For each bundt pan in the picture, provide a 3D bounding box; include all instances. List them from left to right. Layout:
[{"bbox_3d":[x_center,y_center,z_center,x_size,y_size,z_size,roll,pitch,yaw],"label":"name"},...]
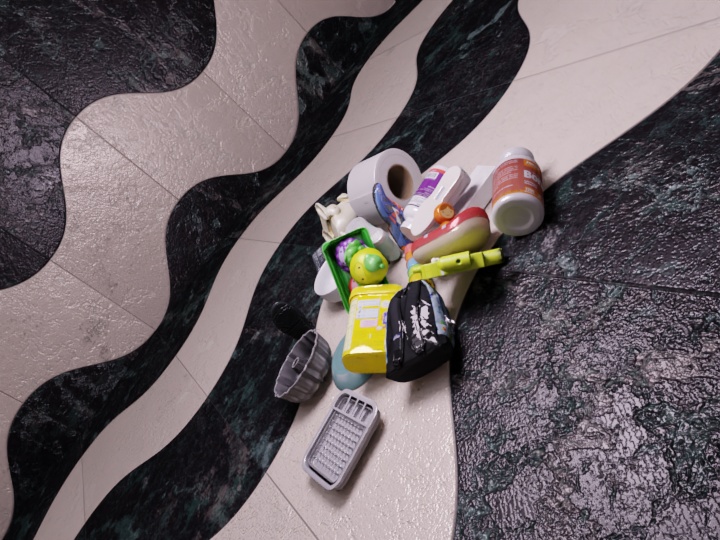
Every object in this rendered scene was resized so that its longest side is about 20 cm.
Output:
[{"bbox_3d":[-0.144,0.263,1.432,0.203,0.075,0.203,-50,17,21],"label":"bundt pan"}]

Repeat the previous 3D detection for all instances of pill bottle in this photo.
[{"bbox_3d":[0.190,-0.175,1.451,0.202,0.112,0.112,-56,27,-12],"label":"pill bottle"},{"bbox_3d":[0.350,-0.184,1.204,0.111,0.112,0.202,-28,34,37],"label":"pill bottle"}]

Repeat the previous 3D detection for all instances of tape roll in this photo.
[{"bbox_3d":[0.076,-0.250,1.633,0.138,0.202,0.205,-11,45,51],"label":"tape roll"}]

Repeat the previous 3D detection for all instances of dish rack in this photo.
[{"bbox_3d":[-0.037,0.370,1.178,0.171,0.043,0.202,4,58,59],"label":"dish rack"}]

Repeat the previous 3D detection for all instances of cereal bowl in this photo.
[{"bbox_3d":[-0.044,0.014,1.613,0.199,0.083,0.202,-38,28,24],"label":"cereal bowl"}]

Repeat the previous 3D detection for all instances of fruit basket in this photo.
[{"bbox_3d":[0.000,0.000,1.387,0.153,0.218,0.217,-22,31,7],"label":"fruit basket"}]

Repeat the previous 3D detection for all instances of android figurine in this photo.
[{"bbox_3d":[0.210,-0.015,1.170,0.196,0.042,0.182,-11,-1,20],"label":"android figurine"}]

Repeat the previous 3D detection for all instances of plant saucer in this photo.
[{"bbox_3d":[-0.011,0.205,1.363,0.199,0.036,0.202,-38,28,24],"label":"plant saucer"}]

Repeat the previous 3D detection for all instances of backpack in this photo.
[{"bbox_3d":[0.125,0.120,1.158,0.162,0.152,0.203,-37,50,29],"label":"backpack"}]

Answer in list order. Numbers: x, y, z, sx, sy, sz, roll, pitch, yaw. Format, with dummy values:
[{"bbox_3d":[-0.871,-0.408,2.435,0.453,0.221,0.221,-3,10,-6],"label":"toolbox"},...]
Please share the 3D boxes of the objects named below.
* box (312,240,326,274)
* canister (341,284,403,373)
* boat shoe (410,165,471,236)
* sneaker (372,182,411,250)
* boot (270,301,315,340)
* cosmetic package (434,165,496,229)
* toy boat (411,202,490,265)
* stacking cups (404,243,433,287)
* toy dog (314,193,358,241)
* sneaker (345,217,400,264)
[{"bbox_3d":[-0.083,-0.056,1.805,0.158,0.051,0.200,-47,25,8],"label":"box"},{"bbox_3d":[0.036,0.138,1.277,0.145,0.088,0.202,-4,44,14],"label":"canister"},{"bbox_3d":[0.203,-0.164,1.351,0.202,0.068,0.072,-59,37,10],"label":"boat shoe"},{"bbox_3d":[0.095,-0.160,1.508,0.078,0.202,0.075,-31,20,2],"label":"sneaker"},{"bbox_3d":[-0.210,0.136,1.602,0.073,0.198,0.162,-46,32,-1],"label":"boot"},{"bbox_3d":[0.279,-0.174,1.377,0.201,0.050,0.082,-53,24,-5],"label":"cosmetic package"},{"bbox_3d":[0.208,-0.098,1.271,0.198,0.129,0.133,-27,65,37],"label":"toy boat"},{"bbox_3d":[0.141,-0.002,1.374,0.060,0.060,0.201,-41,23,17],"label":"stacking cups"},{"bbox_3d":[-0.020,-0.183,1.722,0.198,0.142,0.193,-30,28,-21],"label":"toy dog"},{"bbox_3d":[0.035,-0.081,1.560,0.074,0.118,0.200,-50,35,-5],"label":"sneaker"}]
